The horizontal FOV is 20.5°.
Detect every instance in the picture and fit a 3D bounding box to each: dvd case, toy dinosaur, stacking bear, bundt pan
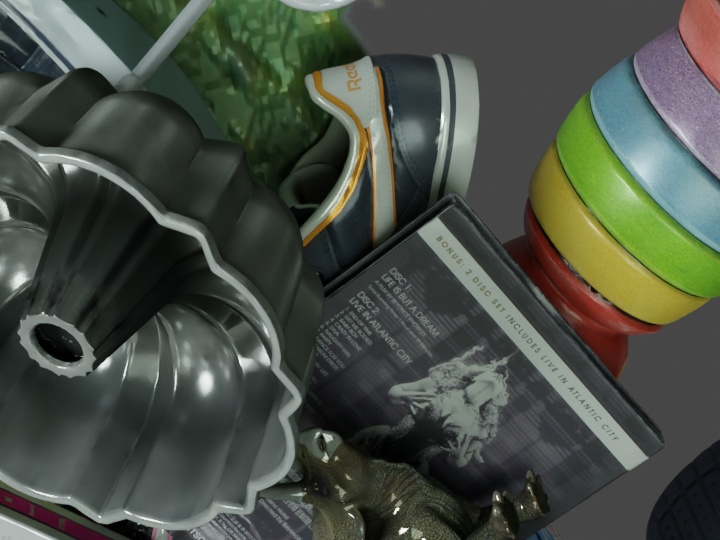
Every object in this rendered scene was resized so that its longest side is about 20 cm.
[{"bbox_3d":[0.009,0.077,0.860,0.199,0.016,0.149,-36,111,19],"label":"dvd case"},{"bbox_3d":[0.032,0.140,0.834,0.101,0.077,0.202,-14,104,21],"label":"toy dinosaur"},{"bbox_3d":[0.122,-0.020,0.869,0.113,0.122,0.200,33,115,-21],"label":"stacking bear"},{"bbox_3d":[-0.101,0.004,0.766,0.200,0.076,0.203,15,137,14],"label":"bundt pan"}]

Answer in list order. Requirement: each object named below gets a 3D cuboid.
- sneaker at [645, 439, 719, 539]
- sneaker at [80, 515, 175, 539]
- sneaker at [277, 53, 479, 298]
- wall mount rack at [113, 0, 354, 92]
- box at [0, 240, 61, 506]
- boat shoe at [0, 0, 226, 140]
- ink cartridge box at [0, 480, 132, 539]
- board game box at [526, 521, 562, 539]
[{"bbox_3d":[0.234,0.107,0.969,0.199,0.074,0.082,-30,134,16],"label":"sneaker"},{"bbox_3d":[-0.101,0.147,0.940,0.085,0.080,0.202,16,102,-11],"label":"sneaker"},{"bbox_3d":[0.000,0.000,0.872,0.078,0.079,0.202,1,112,-11],"label":"sneaker"},{"bbox_3d":[-0.064,-0.164,0.768,0.173,0.075,0.201,-34,117,-1],"label":"wall mount rack"},{"bbox_3d":[-0.160,0.071,0.896,0.075,0.050,0.201,24,110,-20],"label":"box"},{"bbox_3d":[-0.143,-0.080,0.813,0.091,0.071,0.200,-41,110,14],"label":"boat shoe"},{"bbox_3d":[-0.167,0.141,0.866,0.199,0.037,0.095,27,108,-19],"label":"ink cartridge box"},{"bbox_3d":[0.042,0.187,0.906,0.151,0.201,0.037,-40,135,12],"label":"board game box"}]
